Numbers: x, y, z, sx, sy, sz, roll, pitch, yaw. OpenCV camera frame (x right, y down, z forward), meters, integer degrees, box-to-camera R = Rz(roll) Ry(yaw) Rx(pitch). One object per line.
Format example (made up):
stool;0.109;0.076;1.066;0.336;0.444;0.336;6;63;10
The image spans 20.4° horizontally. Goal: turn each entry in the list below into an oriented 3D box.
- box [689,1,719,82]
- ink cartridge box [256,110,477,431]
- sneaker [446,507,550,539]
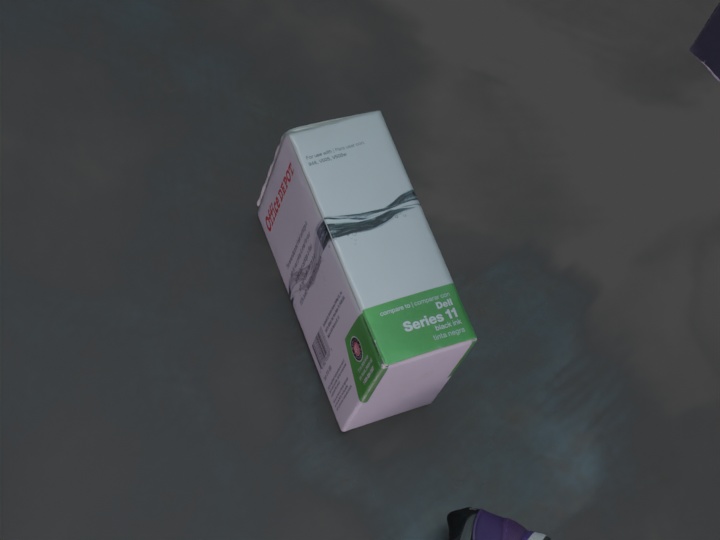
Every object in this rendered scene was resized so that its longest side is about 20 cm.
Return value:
box;0.430;-0.197;1.719;0.200;0.124;0.197;-36;76;-23
ink cartridge box;0.000;0.000;1.530;0.083;0.147;0.201;-16;72;-19
sneaker;0.060;0.267;1.478;0.087;0.076;0.200;24;60;16
